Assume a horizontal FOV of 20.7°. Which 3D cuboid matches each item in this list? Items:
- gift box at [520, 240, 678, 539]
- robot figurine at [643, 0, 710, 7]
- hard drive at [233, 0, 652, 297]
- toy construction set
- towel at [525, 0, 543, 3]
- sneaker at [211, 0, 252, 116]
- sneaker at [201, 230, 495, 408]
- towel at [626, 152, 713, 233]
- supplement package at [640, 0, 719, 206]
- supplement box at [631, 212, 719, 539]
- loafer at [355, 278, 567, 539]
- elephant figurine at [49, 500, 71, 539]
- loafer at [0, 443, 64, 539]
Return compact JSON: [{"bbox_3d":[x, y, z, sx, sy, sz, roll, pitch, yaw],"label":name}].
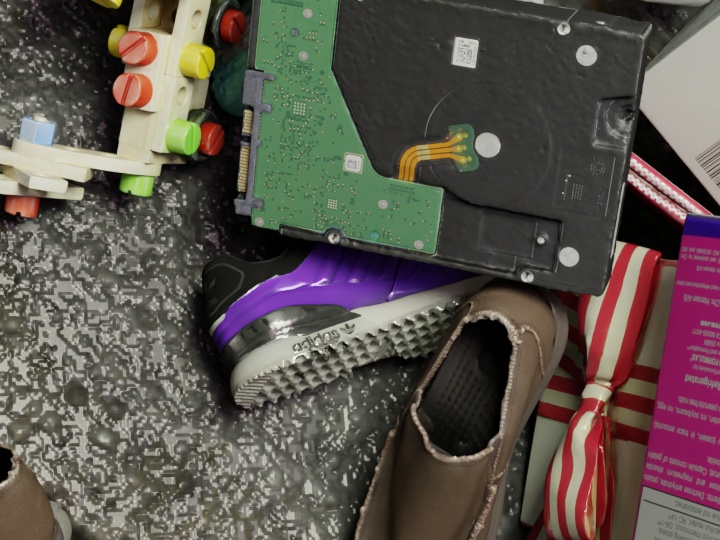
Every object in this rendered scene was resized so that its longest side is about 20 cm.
[{"bbox_3d":[0.187,0.087,1.088,0.186,0.200,0.185,10,85,-25],"label":"gift box"},{"bbox_3d":[0.179,-0.241,1.193,0.200,0.113,0.170,4,71,-43],"label":"robot figurine"},{"bbox_3d":[0.039,-0.073,1.001,0.200,0.038,0.140,10,111,12],"label":"hard drive"},{"bbox_3d":[-0.122,-0.112,1.027,0.092,0.131,0.200,31,105,20],"label":"toy construction set"},{"bbox_3d":[0.073,-0.199,1.155,0.149,0.031,0.200,23,58,-50],"label":"towel"},{"bbox_3d":[-0.007,-0.155,1.129,0.091,0.078,0.200,40,65,-13],"label":"sneaker"},{"bbox_3d":[0.000,0.000,1.090,0.200,0.070,0.100,-16,67,-33],"label":"sneaker"},{"bbox_3d":[0.158,-0.048,1.098,0.145,0.200,0.023,38,97,8],"label":"towel"},{"bbox_3d":[0.287,-0.124,1.165,0.152,0.151,0.200,50,37,-3],"label":"supplement package"},{"bbox_3d":[0.205,0.081,0.938,0.101,0.103,0.200,8,92,-24],"label":"supplement box"},{"bbox_3d":[0.040,0.095,1.029,0.073,0.071,0.200,22,98,21],"label":"loafer"},{"bbox_3d":[-0.249,0.142,0.920,0.200,0.155,0.142,22,101,-6],"label":"elephant figurine"},{"bbox_3d":[-0.216,0.071,0.865,0.200,0.071,0.073,20,42,16],"label":"loafer"}]
